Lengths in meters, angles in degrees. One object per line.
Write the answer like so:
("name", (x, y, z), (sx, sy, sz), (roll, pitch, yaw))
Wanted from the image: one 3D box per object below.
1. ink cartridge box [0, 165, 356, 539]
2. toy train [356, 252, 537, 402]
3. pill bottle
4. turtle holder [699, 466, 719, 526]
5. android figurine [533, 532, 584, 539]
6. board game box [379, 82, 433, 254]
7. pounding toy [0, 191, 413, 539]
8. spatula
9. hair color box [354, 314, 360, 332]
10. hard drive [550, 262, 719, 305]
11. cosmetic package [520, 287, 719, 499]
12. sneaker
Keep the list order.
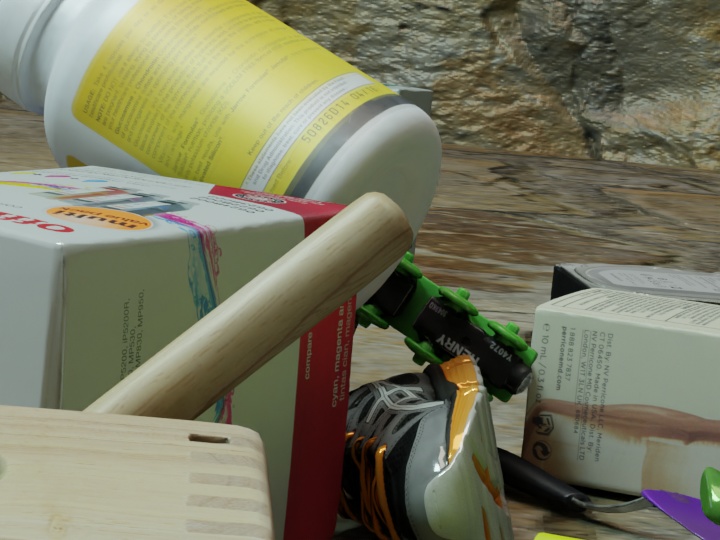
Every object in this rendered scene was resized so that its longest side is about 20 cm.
("ink cartridge box", (-0.115, 0.041, 0.940), (0.145, 0.146, 0.200), (10, 10, 30))
("toy train", (0.000, 0.000, 1.159), (0.200, 0.042, 0.056), (35, 1, 12))
("pill bottle", (-0.070, -0.068, 1.093), (0.200, 0.112, 0.112), (33, 19, 21))
("turtle holder", (0.209, 0.079, 0.907), (0.131, 0.142, 0.186), (6, 7, -4))
("android figurine", (0.077, 0.129, 0.828), (0.199, 0.041, 0.182), (6, 8, 19))
("board game box", (-0.056, -0.071, 1.778), (0.199, 0.149, 0.064), (10, 7, 26))
("pounding toy", (-0.084, 0.085, 0.447), (0.183, 0.201, 0.142), (5, 8, -4))
("spatula", (0.111, 0.103, 1.096), (0.056, 0.021, 0.199), (15, -3, -40))
("hair color box", (-0.053, 0.022, 1.179), (0.100, 0.061, 0.200), (28, 12, -1))
("hard drive", (0.242, 0.027, 1.682), (0.199, 0.038, 0.140), (5, 8, -8))
("cosmetic package", (0.187, 0.067, 1.170), (0.199, 0.088, 0.103), (8, 7, 23))
("sneaker", (0.022, 0.085, 1.020), (0.077, 0.079, 0.200), (-8, 5, -1))
